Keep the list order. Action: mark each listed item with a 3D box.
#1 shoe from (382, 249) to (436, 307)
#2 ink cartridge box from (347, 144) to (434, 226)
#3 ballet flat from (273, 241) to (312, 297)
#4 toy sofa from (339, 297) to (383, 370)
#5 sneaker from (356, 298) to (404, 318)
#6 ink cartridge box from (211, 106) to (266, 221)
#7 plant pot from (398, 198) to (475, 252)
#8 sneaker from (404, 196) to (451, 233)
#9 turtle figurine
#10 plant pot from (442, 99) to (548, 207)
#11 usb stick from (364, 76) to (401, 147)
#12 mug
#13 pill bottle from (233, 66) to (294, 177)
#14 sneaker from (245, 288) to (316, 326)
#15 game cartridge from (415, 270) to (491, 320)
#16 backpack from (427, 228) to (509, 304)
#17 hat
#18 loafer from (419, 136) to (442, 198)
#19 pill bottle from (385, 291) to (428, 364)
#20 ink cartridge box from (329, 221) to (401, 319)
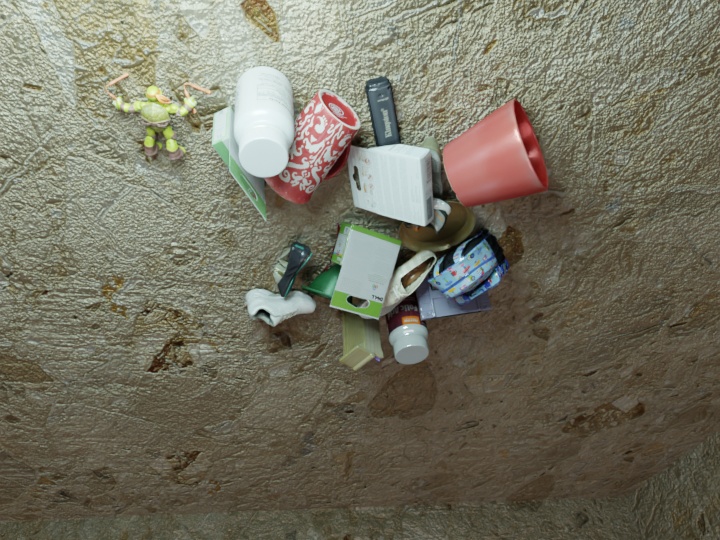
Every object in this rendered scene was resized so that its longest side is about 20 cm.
[{"bbox_3d":[0.116,0.021,1.502,0.199,0.053,0.070,-43,113,-2],"label":"shoe"},{"bbox_3d":[0.064,-0.195,1.278,0.197,0.047,0.163,20,135,34],"label":"ink cartridge box"},{"bbox_3d":[-0.185,-0.006,1.519,0.072,0.074,0.201,11,142,-21],"label":"ballet flat"},{"bbox_3d":[-0.002,0.175,1.650,0.097,0.203,0.082,31,127,-31],"label":"toy sofa"},{"bbox_3d":[0.067,0.057,1.575,0.197,0.082,0.075,-29,121,-16],"label":"sneaker"},{"bbox_3d":[-0.238,-0.205,1.165,0.047,0.203,0.146,-18,139,13],"label":"ink cartridge box"},{"bbox_3d":[0.188,-0.115,1.466,0.195,0.028,0.202,-7,147,-5],"label":"plant pot"},{"bbox_3d":[0.106,-0.138,1.351,0.196,0.081,0.074,15,174,19],"label":"sneaker"},{"bbox_3d":[-0.383,-0.293,1.143,0.195,0.065,0.163,-2,139,-8],"label":"turtle figurine"},{"bbox_3d":[0.281,-0.233,1.247,0.174,0.204,0.200,-19,140,28],"label":"plant pot"},{"bbox_3d":[0.050,-0.308,1.226,0.054,0.033,0.202,-11,139,4],"label":"usb stick"},{"bbox_3d":[-0.093,-0.262,1.213,0.133,0.178,0.200,44,121,-1],"label":"mug"},{"bbox_3d":[-0.179,-0.274,1.094,0.111,0.203,0.116,-4,141,-4],"label":"pill bottle"},{"bbox_3d":[-0.218,0.113,1.616,0.195,0.101,0.079,2,140,-12],"label":"sneaker"},{"bbox_3d":[0.250,0.059,1.608,0.195,0.133,0.038,-8,166,-7],"label":"game cartridge"},{"bbox_3d":[0.268,0.003,1.481,0.181,0.136,0.199,-35,178,28],"label":"backpack"},{"bbox_3d":[-0.054,-0.010,1.564,0.163,0.180,0.199,20,174,-22],"label":"hat"},{"bbox_3d":[0.155,-0.223,1.313,0.073,0.071,0.201,11,157,5],"label":"loafer"},{"bbox_3d":[0.127,0.149,1.639,0.111,0.203,0.115,-5,141,-4],"label":"pill bottle"},{"bbox_3d":[0.000,0.000,1.454,0.145,0.075,0.204,16,93,-26],"label":"ink cartridge box"}]
